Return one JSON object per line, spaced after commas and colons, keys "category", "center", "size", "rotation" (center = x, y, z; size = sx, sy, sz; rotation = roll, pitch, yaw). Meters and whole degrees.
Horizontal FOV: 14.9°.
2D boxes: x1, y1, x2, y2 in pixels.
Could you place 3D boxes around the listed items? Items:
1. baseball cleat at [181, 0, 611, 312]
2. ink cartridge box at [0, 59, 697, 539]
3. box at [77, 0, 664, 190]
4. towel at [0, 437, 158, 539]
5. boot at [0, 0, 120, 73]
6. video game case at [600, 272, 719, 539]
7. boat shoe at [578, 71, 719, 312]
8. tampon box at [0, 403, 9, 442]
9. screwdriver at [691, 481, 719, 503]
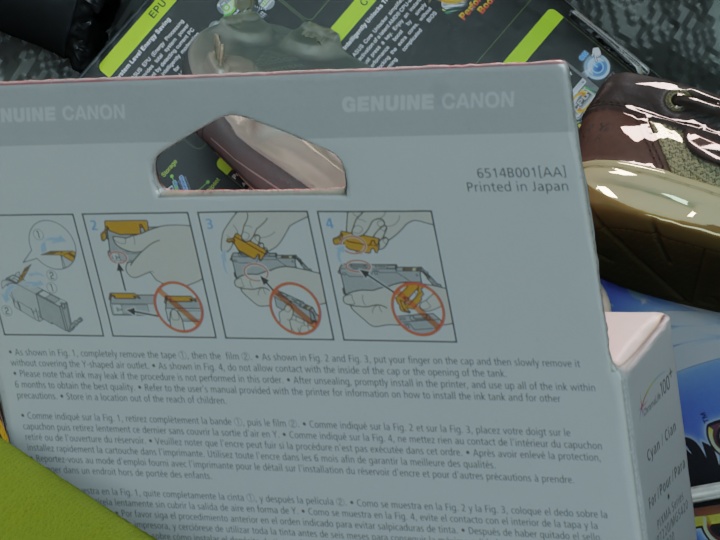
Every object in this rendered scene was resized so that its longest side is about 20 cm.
{"category": "baseball cleat", "center": [0.000, 0.000, 0.850], "size": [0.070, 0.107, 0.200], "rotation": [-12, 38, -29]}
{"category": "ink cartridge box", "center": [-0.012, 0.022, 0.768], "size": [0.200, 0.045, 0.176], "rotation": [0, 111, 27]}
{"category": "box", "center": [-0.004, -0.022, 0.927], "size": [0.193, 0.048, 0.200], "rotation": [39, 84, 7]}
{"category": "towel", "center": [-0.081, 0.104, 0.734], "size": [0.200, 0.018, 0.086], "rotation": [28, 61, 36]}
{"category": "boot", "center": [-0.162, -0.105, 0.930], "size": [0.162, 0.073, 0.199], "rotation": [15, 84, -4]}
{"category": "video game case", "center": [0.152, 0.038, 0.857], "size": [0.181, 0.045, 0.200], "rotation": [-19, 71, -13]}
{"category": "boat shoe", "center": [0.158, -0.014, 0.815], "size": [0.201, 0.072, 0.066], "rotation": [14, 72, 3]}
{"category": "tampon box", "center": [-0.221, 0.041, 0.854], "size": [0.200, 0.126, 0.150], "rotation": [-24, 108, -3]}
{"category": "screwdriver", "center": [0.124, 0.060, 0.805], "size": [0.200, 0.029, 0.028], "rotation": [-8, 69, -9]}
